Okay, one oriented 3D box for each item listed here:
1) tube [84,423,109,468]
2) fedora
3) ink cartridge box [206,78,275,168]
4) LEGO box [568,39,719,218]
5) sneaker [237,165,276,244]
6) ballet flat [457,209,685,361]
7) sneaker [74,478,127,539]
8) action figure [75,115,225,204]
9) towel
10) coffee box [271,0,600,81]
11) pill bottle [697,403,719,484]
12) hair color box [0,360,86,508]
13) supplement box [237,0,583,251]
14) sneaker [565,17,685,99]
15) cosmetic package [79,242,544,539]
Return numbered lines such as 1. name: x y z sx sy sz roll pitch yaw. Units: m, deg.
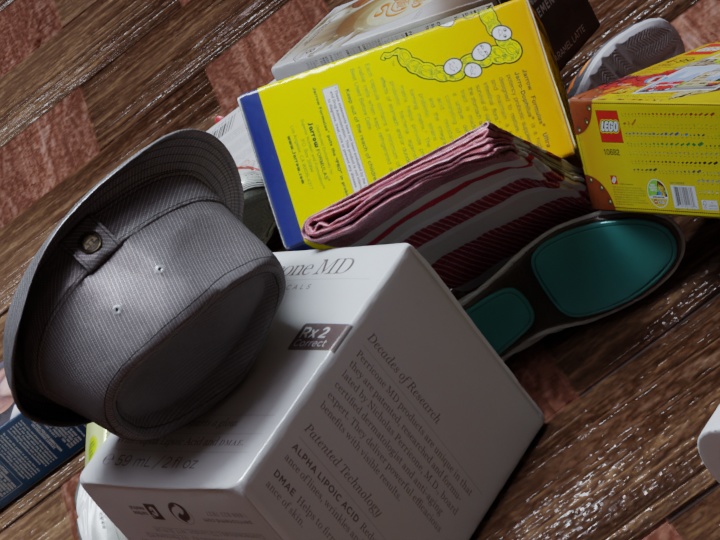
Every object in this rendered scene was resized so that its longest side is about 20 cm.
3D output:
1. tube: -0.176 0.089 1.896 0.052 0.058 0.200 -9 57 30
2. fedora: -0.113 0.023 1.536 0.090 0.177 0.200 35 65 31
3. ink cartridge box: -0.071 -0.084 2.028 0.200 0.045 0.176 -35 26 32
4. LEGO box: 0.252 -0.090 1.609 0.149 0.077 0.200 -23 16 -32
5. sneaker: -0.110 0.020 1.821 0.082 0.078 0.200 30 88 50
6. ballet flat: 0.121 0.011 1.705 0.200 0.069 0.069 -31 28 17
7. sneaker: -0.128 0.134 1.814 0.092 0.076 0.200 -15 37 31
8. action figure: -0.166 -0.066 2.140 0.065 0.099 0.200 -22 34 32
9. towel: 0.073 -0.033 1.670 0.144 0.200 0.023 -27 66 25
10. coffee box: 0.053 -0.160 1.869 0.200 0.080 0.114 -15 22 34
11. pill bottle: 0.268 0.039 1.414 0.111 0.111 0.200 4 50 54
12. hair color box: -0.245 0.102 2.018 0.200 0.061 0.100 -36 28 5
13. supplement box: 0.037 -0.091 1.718 0.200 0.110 0.109 -18 -7 7
14. sneaker: 0.136 -0.103 1.833 0.200 0.078 0.112 -48 29 -17
15. cosmetic package: -0.028 0.111 1.616 0.165 0.165 0.200 -3 44 48
